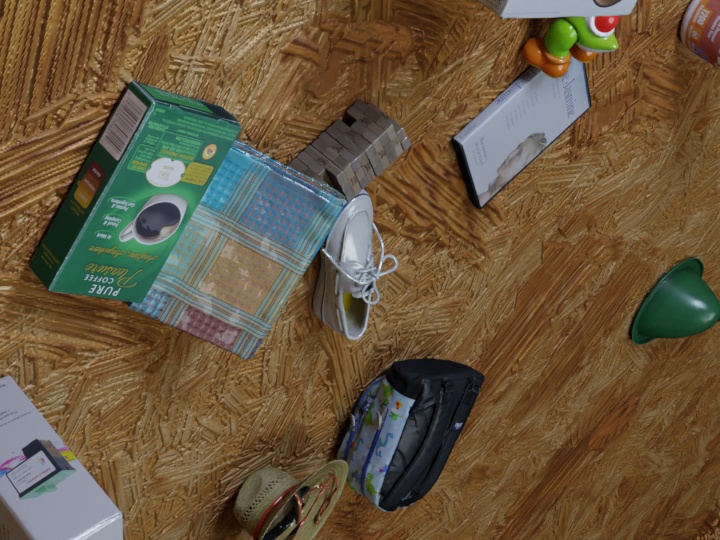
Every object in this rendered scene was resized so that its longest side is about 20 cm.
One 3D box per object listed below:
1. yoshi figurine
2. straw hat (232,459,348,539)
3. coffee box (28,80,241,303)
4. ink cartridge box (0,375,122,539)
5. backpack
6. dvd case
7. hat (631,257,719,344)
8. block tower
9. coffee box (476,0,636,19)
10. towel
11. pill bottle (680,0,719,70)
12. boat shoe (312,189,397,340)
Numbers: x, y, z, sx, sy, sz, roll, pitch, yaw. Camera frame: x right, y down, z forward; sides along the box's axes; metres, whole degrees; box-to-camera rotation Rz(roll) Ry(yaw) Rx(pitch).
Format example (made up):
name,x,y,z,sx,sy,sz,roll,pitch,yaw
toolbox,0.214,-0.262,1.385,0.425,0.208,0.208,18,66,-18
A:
name,x,y,z,sx,sy,sz,roll,pitch,yaw
yoshi figurine,0.235,-0.312,1.527,0.111,0.113,0.200,8,145,-9
straw hat,-0.109,0.293,1.745,0.201,0.085,0.202,-47,158,-25
coffee box,-0.203,-0.066,1.263,0.123,0.044,0.201,8,118,-54
ink cartridge box,-0.305,0.221,1.301,0.084,0.200,0.145,-27,144,-31
backpack,0.057,0.215,1.833,0.163,0.153,0.202,-1,104,-54
dvd case,0.196,-0.177,1.673,0.200,0.018,0.143,-43,148,-11
hat,0.568,0.090,2.285,0.165,0.176,0.201,-3,127,-50
block tower,-0.042,-0.088,1.434,0.200,0.058,0.054,-45,149,-10
coffee box,0.155,-0.355,1.243,0.199,0.200,0.199,-11,134,-45
towel,-0.121,-0.018,1.367,0.146,0.022,0.201,25,108,-20
pill bottle,0.514,-0.284,1.778,0.112,0.200,0.113,-32,145,-25
boat shoe,-0.004,0.002,1.551,0.074,0.086,0.203,-25,142,-34
